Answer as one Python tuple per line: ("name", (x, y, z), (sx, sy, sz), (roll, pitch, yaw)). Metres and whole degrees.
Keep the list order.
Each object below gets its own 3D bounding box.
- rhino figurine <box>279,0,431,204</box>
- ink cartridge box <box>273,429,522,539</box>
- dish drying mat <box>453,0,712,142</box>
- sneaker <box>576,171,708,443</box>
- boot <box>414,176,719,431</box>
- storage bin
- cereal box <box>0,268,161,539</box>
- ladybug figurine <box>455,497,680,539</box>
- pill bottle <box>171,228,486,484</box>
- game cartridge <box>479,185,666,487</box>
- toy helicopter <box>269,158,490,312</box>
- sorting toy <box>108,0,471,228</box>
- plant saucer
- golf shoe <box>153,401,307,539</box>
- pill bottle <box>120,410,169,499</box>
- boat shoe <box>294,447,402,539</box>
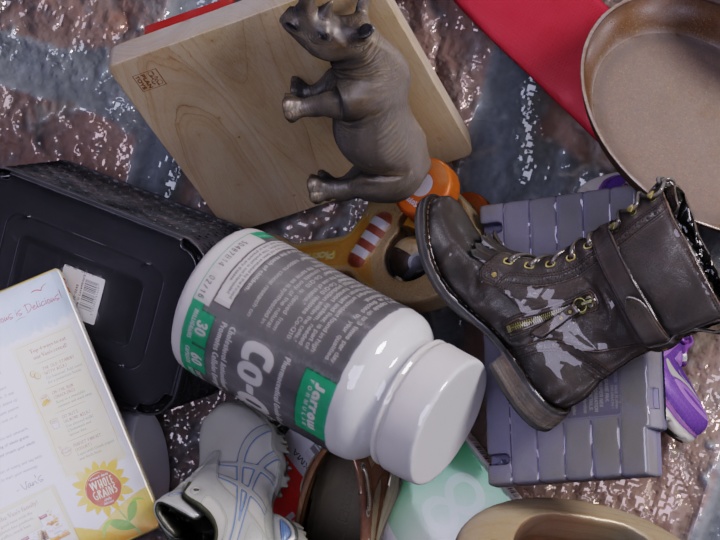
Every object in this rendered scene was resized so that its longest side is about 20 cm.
("rhino figurine", (-0.006, -0.120, 1.481), (0.087, 0.200, 0.060), (-7, 43, 11))
("ink cartridge box", (-0.002, 0.175, 1.590), (0.200, 0.050, 0.161), (-40, 78, 6))
("dish drying mat", (0.160, -0.158, 1.574), (0.077, 0.018, 0.200), (-44, 69, 1))
("sneaker", (0.212, 0.023, 1.532), (0.083, 0.081, 0.200), (-17, 82, 7))
("boot", (0.145, -0.007, 1.446), (0.174, 0.069, 0.200), (-39, 75, 25))
("storage bin", (-0.191, 0.010, 1.606), (0.200, 0.094, 0.135), (21, 104, 20))
("cereal box", (-0.241, 0.116, 1.539), (0.144, 0.040, 0.200), (-22, 86, -3))
("ladybug figurine", (0.155, 0.226, 1.508), (0.200, 0.136, 0.072), (12, 131, -8))
("pill bottle", (-0.021, 0.060, 1.490), (0.200, 0.113, 0.113), (27, 93, 24))
("game cartridge", (0.147, 0.047, 1.497), (0.129, 0.038, 0.200), (-6, 79, 27))
("toy helicopter", (0.000, 0.000, 1.584), (0.200, 0.079, 0.132), (-6, 66, 30))
("sorting toy", (-0.048, -0.138, 1.556), (0.198, 0.200, 0.070), (-18, 49, 15))
("plant saucer", (0.238, -0.105, 1.504), (0.200, 0.032, 0.200), (10, 57, -16))
("golf shoe", (-0.101, 0.157, 1.534), (0.097, 0.200, 0.078), (17, 120, -26))
("pill bottle", (-0.250, 0.154, 1.621), (0.200, 0.112, 0.112), (-7, 84, 13))
("boat shoe", (-0.023, 0.206, 1.539), (0.076, 0.072, 0.200), (7, 92, 23))
